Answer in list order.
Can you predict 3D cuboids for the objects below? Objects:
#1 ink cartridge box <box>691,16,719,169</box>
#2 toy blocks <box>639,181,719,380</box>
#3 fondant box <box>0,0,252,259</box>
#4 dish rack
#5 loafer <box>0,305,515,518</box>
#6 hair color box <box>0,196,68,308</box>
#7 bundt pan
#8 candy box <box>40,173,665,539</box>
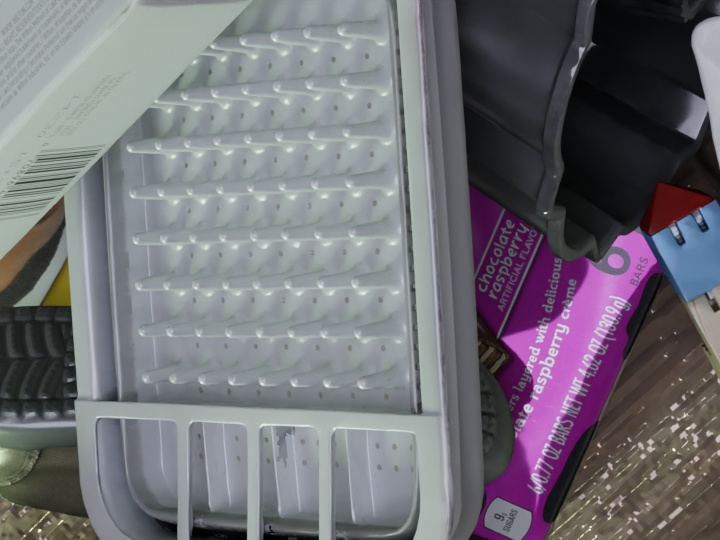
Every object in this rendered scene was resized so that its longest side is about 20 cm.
[{"bbox_3d":[0.195,-0.036,0.820,0.200,0.067,0.117,-11,98,25],"label":"ink cartridge box"},{"bbox_3d":[0.186,-0.002,0.928,0.200,0.100,0.137,-29,97,2],"label":"toy blocks"},{"bbox_3d":[-0.138,-0.116,0.833,0.144,0.058,0.200,-42,72,31],"label":"fondant box"},{"bbox_3d":[-0.023,-0.006,0.841,0.172,0.044,0.200,-1,94,48],"label":"dish rack"},{"bbox_3d":[-0.046,0.055,0.950,0.200,0.075,0.070,6,138,10],"label":"loafer"},{"bbox_3d":[-0.121,-0.074,0.930,0.200,0.101,0.061,-57,44,27],"label":"hair color box"},{"bbox_3d":[0.077,-0.107,0.879,0.076,0.202,0.202,26,106,18],"label":"bundt pan"},{"bbox_3d":[0.000,0.000,0.987,0.200,0.061,0.137,24,106,6],"label":"candy box"}]
